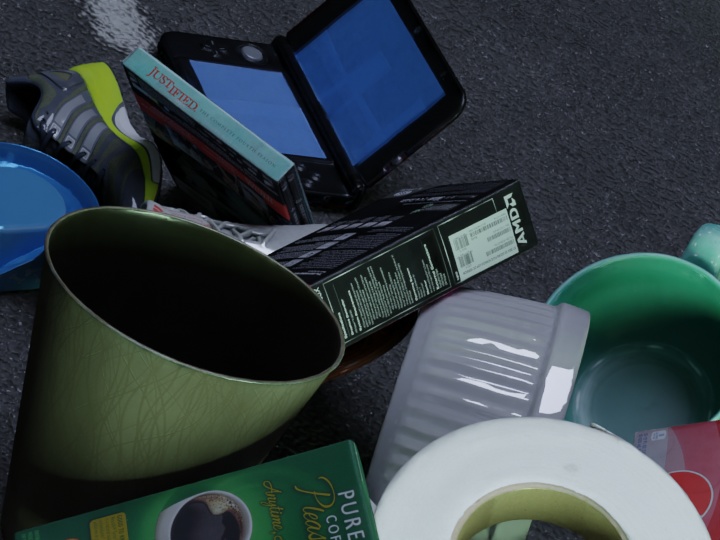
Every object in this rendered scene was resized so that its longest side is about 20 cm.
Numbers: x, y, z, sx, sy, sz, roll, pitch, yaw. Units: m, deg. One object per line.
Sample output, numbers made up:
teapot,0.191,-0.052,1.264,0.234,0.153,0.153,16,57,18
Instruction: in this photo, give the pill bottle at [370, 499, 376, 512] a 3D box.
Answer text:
pill bottle,0.029,0.229,1.389,0.113,0.113,0.200,-12,50,-44

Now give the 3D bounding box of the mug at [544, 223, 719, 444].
mug,0.212,0.073,1.687,0.185,0.114,0.152,-25,62,-4

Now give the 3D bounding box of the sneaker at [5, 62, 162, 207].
sneaker,-0.199,-0.078,1.709,0.081,0.074,0.200,-3,36,-26

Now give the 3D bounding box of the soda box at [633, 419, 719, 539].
soda box,0.195,0.184,1.431,0.070,0.064,0.200,-11,40,23

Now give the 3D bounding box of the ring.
ring,-0.060,0.039,1.571,0.200,0.019,0.200,-12,18,4

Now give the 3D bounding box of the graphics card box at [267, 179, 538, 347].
graphics card box,0.000,0.000,1.515,0.200,0.125,0.051,-29,105,-36

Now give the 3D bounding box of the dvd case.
dvd case,-0.091,-0.067,1.670,0.146,0.200,0.022,37,75,20

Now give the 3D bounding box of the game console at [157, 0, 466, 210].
game console,-0.042,-0.154,1.867,0.172,0.119,0.200,5,38,-30

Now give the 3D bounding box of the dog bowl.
dog bowl,-0.271,-0.031,1.600,0.200,0.050,0.112,-5,44,-39

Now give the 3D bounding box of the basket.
basket,-0.127,0.088,1.394,0.180,0.200,0.136,22,33,-5

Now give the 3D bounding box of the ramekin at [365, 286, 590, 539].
ramekin,0.067,0.105,1.521,0.105,0.201,0.200,18,33,3

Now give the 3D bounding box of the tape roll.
tape roll,0.101,0.173,1.345,0.202,0.037,0.203,3,51,-4

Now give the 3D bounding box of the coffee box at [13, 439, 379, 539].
coffee box,-0.084,0.171,1.296,0.199,0.044,0.123,-16,42,-1

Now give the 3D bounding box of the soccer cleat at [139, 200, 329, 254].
soccer cleat,-0.109,-0.011,1.582,0.199,0.085,0.069,-15,19,-5
